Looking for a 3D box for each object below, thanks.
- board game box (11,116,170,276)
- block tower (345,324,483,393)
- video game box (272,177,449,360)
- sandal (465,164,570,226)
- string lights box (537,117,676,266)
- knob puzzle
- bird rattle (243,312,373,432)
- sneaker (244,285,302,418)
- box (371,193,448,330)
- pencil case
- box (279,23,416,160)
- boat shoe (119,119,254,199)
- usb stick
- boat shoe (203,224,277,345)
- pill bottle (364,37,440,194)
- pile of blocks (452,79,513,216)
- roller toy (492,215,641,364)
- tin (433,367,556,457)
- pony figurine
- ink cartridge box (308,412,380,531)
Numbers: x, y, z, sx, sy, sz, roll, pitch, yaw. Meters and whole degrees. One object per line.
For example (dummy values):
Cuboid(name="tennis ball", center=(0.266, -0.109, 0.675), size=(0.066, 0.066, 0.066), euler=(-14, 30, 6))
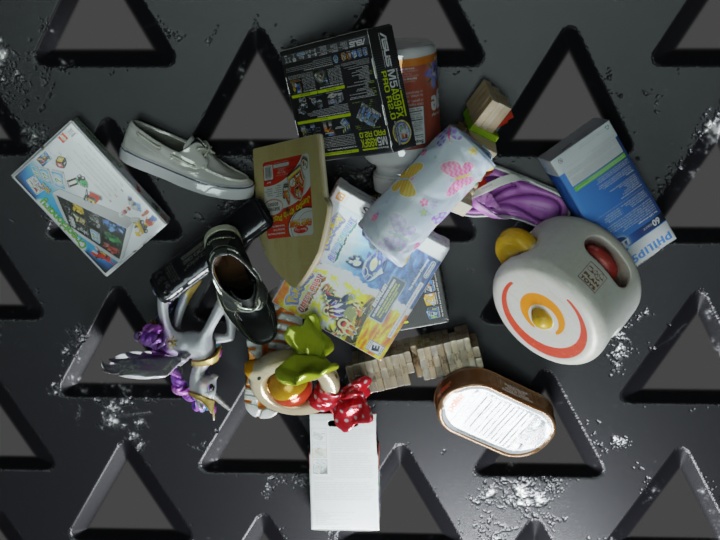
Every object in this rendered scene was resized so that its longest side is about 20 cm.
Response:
Cuboid(name="board game box", center=(-0.389, -0.106, 1.747), size=(0.126, 0.035, 0.200), euler=(-38, 103, 13))
Cuboid(name="block tower", center=(0.079, 0.133, 1.799), size=(0.199, 0.058, 0.054), euler=(-14, 108, 5))
Cuboid(name="video game box", center=(0.000, 0.000, 1.699), size=(0.181, 0.047, 0.201), euler=(29, 108, -4))
Cuboid(name="sandal", center=(0.202, -0.105, 1.712), size=(0.201, 0.050, 0.083), euler=(9, 109, 0))
Cuboid(name="string lights box", center=(0.346, -0.101, 1.690), size=(0.102, 0.059, 0.201), euler=(-34, 105, -3))
Cuboid(name="knob puzzle", center=(-0.087, -0.078, 1.662), size=(0.030, 0.219, 0.221), euler=(-4, 114, -35))
Cuboid(name="bird rattle", center=(-0.075, 0.156, 1.725), size=(0.162, 0.113, 0.200), euler=(-11, 143, 19))
Cuboid(name="sneaker", center=(-0.134, 0.115, 1.793), size=(0.078, 0.077, 0.201), euler=(14, 103, -3))
Cuboid(name="box", center=(0.034, -0.010, 1.748), size=(0.159, 0.044, 0.201), euler=(-10, 108, 6))
Cuboid(name="pencil case", center=(0.088, -0.098, 1.602), size=(0.091, 0.083, 0.200), euler=(36, 100, -35))
Cuboid(name="box", center=(-0.020, -0.231, 1.604), size=(0.044, 0.199, 0.161), euler=(-20, 101, -36))
Cuboid(name="boat shoe", center=(-0.240, -0.159, 1.707), size=(0.199, 0.072, 0.066), euler=(21, 114, 4))
Cuboid(name="usb stick", center=(-0.210, -0.028, 1.698), size=(0.200, 0.033, 0.056), euler=(-36, 64, 7))
Cuboid(name="boat shoe", center=(-0.166, 0.034, 1.679), size=(0.071, 0.068, 0.201), euler=(-23, 126, -3))
Cuboid(name="pill bottle", center=(0.054, -0.211, 1.650), size=(0.111, 0.112, 0.201), euler=(-3, 110, 4))
Cuboid(name="pile of blocks", center=(0.157, -0.161, 1.683), size=(0.062, 0.082, 0.201), euler=(22, 99, -24))
Cuboid(name="roller toy", center=(0.281, 0.029, 1.670), size=(0.182, 0.140, 0.201), euler=(18, 138, 36))
Cuboid(name="tin", center=(0.203, 0.214, 1.802), size=(0.199, 0.042, 0.112), euler=(25, 117, -20))
Cuboid(name="pony figurine", center=(-0.271, 0.109, 1.768), size=(0.192, 0.167, 0.201), euler=(10, 93, -4))
Cuboid(name="ink cartridge box", center=(-0.024, 0.303, 1.865), size=(0.108, 0.050, 0.201), euler=(0, 108, 3))
